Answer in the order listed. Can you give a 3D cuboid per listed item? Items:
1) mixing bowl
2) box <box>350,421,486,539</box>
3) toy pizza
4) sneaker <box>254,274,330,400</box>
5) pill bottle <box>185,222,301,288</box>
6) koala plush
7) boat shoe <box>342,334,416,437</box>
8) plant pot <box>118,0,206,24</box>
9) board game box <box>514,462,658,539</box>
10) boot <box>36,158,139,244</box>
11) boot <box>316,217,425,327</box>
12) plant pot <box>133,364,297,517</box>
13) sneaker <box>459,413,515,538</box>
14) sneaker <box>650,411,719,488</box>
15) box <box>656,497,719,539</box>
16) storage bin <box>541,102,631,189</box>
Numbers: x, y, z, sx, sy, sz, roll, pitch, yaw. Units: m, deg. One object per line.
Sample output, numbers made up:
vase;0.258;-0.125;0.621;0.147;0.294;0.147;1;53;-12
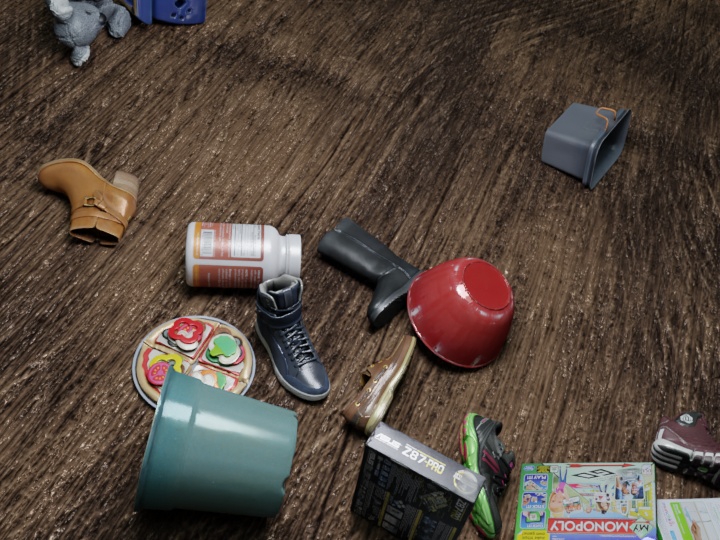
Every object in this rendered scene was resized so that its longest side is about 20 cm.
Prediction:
mixing bowl;0.191;0.053;1.399;0.198;0.109;0.202;16;51;-20
box;0.072;0.310;1.117;0.160;0.201;0.049;27;50;15
toy pizza;-0.269;0.148;1.317;0.197;0.032;0.202;5;47;-6
sneaker;-0.109;0.102;1.313;0.076;0.147;0.203;-21;56;-29
pill bottle;-0.206;-0.025;1.432;0.197;0.113;0.113;3;47;-9
koala plush;-0.632;-0.568;1.821;0.181;0.179;0.202;-4;48;1
boat shoe;0.035;0.176;1.320;0.067;0.072;0.201;24;51;10
plant pot;-0.489;-0.711;1.934;0.179;0.201;0.200;-24;54;-35
board game box;0.330;0.346;1.185;0.198;0.029;0.135;-7;41;24
boot;-0.516;-0.124;1.495;0.197;0.074;0.156;6;51;-1
boot;0.001;0.000;1.476;0.199;0.066;0.164;37;43;18
plant pot;-0.197;0.253;1.137;0.193;0.201;0.202;13;46;-8
sneaker;0.198;0.304;1.231;0.083;0.077;0.202;3;49;-2
sneaker;0.578;0.286;1.319;0.198;0.076;0.116;20;45;9
box;0.504;0.434;1.153;0.174;0.097;0.202;1;47;-10
storage bin;0.496;-0.297;1.800;0.133;0.147;0.200;24;47;25
